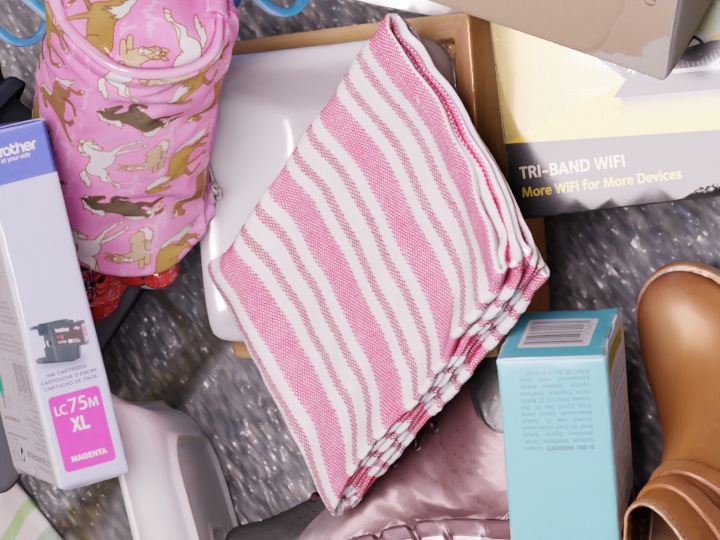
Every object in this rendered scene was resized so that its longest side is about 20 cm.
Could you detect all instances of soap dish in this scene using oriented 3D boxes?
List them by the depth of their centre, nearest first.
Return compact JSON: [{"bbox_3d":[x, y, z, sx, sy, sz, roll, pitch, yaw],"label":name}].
[{"bbox_3d":[0.005,-0.038,1.437,0.200,0.081,0.158,-2,94,50],"label":"soap dish"}]

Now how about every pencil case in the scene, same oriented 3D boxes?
[{"bbox_3d":[-0.105,-0.075,1.389,0.083,0.086,0.200,46,156,17],"label":"pencil case"}]

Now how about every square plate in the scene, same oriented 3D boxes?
[{"bbox_3d":[-0.076,0.156,1.489,0.028,0.198,0.201,-16,85,5],"label":"square plate"}]

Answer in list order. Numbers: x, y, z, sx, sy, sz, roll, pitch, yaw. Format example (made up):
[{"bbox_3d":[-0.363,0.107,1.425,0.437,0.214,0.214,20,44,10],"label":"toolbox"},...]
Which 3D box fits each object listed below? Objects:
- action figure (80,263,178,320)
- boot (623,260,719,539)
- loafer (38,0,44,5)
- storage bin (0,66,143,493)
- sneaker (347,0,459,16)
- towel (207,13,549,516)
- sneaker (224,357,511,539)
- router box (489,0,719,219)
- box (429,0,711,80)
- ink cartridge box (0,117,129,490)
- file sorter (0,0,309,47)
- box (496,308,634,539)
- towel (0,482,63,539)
[{"bbox_3d":[-0.189,0.007,1.488,0.199,0.052,0.066,-7,114,4],"label":"action figure"},{"bbox_3d":[0.151,0.092,1.327,0.074,0.155,0.200,-30,79,31],"label":"boot"},{"bbox_3d":[-0.117,-0.106,1.548,0.063,0.072,0.200,-28,75,16],"label":"loafer"},{"bbox_3d":[-0.193,0.010,1.585,0.134,0.146,0.200,34,116,-3],"label":"storage bin"},{"bbox_3d":[0.049,-0.175,1.429,0.200,0.073,0.115,13,99,23],"label":"sneaker"},{"bbox_3d":[0.000,0.000,1.361,0.200,0.030,0.147,-52,55,41],"label":"towel"},{"bbox_3d":[0.025,0.089,1.440,0.199,0.076,0.116,-7,84,17],"label":"sneaker"},{"bbox_3d":[0.158,-0.111,1.328,0.199,0.052,0.158,-7,91,16],"label":"router box"},{"bbox_3d":[0.056,-0.165,1.267,0.200,0.078,0.095,19,140,15],"label":"box"},{"bbox_3d":[-0.159,-0.001,1.401,0.119,0.042,0.201,-177,71,-73],"label":"ink cartridge box"},{"bbox_3d":[-0.118,-0.191,1.429,0.200,0.139,0.123,-2,58,43],"label":"file sorter"},{"bbox_3d":[0.096,0.124,1.334,0.049,0.082,0.201,-2,103,11],"label":"box"},{"bbox_3d":[-0.255,0.148,1.697,0.200,0.023,0.153,48,118,22],"label":"towel"}]
